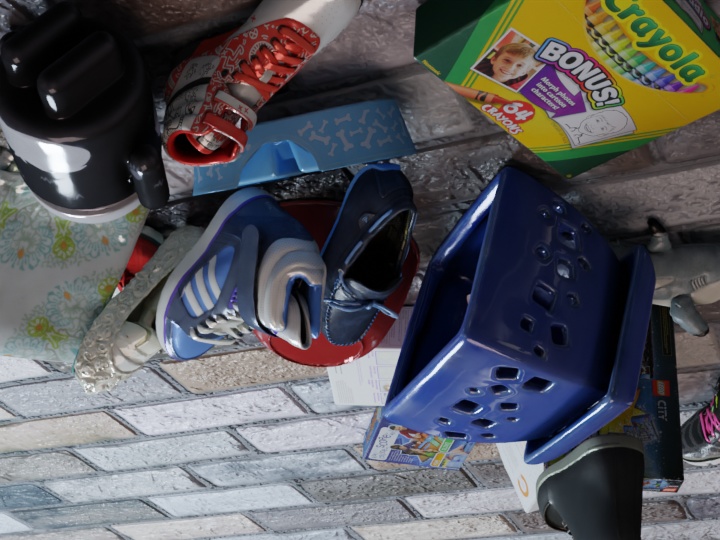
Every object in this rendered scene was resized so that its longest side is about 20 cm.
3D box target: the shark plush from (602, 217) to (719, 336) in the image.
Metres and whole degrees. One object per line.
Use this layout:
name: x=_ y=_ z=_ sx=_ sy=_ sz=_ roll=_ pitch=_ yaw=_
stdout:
shark plush: x=0.281 y=-0.020 z=1.173 sx=0.199 sy=0.091 sz=0.083 roll=25 pitch=128 yaw=6

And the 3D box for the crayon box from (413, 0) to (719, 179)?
crayon box: x=0.170 y=-0.167 z=0.914 sx=0.172 sy=0.058 sz=0.200 roll=-24 pitch=138 yaw=38

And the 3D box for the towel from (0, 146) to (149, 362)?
towel: x=-0.300 y=-0.007 z=1.117 sx=0.171 sy=0.048 sz=0.200 roll=14 pitch=109 yaw=-42

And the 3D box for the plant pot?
plant pot: x=0.154 y=0.056 z=1.114 sx=0.179 sy=0.200 sz=0.200 roll=24 pitch=146 yaw=-7

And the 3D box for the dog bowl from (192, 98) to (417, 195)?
dog bowl: x=-0.052 y=-0.104 z=1.011 sx=0.199 sy=0.050 sz=0.111 roll=-10 pitch=-175 yaw=21

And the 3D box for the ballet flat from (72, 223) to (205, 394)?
ballet flat: x=-0.204 y=0.039 z=1.170 sx=0.072 sy=0.200 sz=0.072 roll=32 pitch=167 yaw=8

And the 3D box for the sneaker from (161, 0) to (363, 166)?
sneaker: x=-0.077 y=-0.149 z=0.927 sx=0.201 sy=0.108 sz=0.067 roll=-22 pitch=140 yaw=36

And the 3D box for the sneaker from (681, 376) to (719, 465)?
sneaker: x=0.436 y=0.165 z=1.413 sx=0.087 sy=0.074 sz=0.200 roll=23 pitch=139 yaw=-28

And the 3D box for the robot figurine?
robot figurine: x=-0.224 y=-0.123 z=0.970 sx=0.124 sy=0.151 sz=0.200 roll=-7 pitch=152 yaw=-5

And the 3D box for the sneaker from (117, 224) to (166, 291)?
sneaker: x=-0.217 y=0.016 z=1.234 sx=0.077 sy=0.085 sz=0.200 roll=-24 pitch=139 yaw=37

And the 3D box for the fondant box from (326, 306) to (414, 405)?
fondant box: x=0.063 y=0.100 z=1.364 sx=0.199 sy=0.058 sz=0.144 roll=2 pitch=148 yaw=6

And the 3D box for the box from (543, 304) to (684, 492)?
box: x=0.258 y=0.126 z=1.246 sx=0.136 sy=0.201 sz=0.038 roll=3 pitch=151 yaw=3

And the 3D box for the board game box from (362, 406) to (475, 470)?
board game box: x=0.085 y=0.197 z=1.539 sx=0.135 sy=0.035 sz=0.200 roll=8 pitch=148 yaw=-7

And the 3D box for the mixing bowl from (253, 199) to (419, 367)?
mixing bowl: x=-0.042 y=0.029 z=1.214 sx=0.199 sy=0.109 sz=0.200 roll=4 pitch=149 yaw=2

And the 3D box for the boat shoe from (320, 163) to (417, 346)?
boat shoe: x=0.000 y=0.000 z=1.067 sx=0.084 sy=0.069 sz=0.200 roll=-11 pitch=136 yaw=-22

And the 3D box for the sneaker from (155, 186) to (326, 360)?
sneaker: x=-0.104 y=0.040 z=1.080 sx=0.080 sy=0.147 sz=0.200 roll=8 pitch=123 yaw=-44

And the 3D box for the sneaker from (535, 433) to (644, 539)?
sneaker: x=0.212 y=0.238 z=1.137 sx=0.075 sy=0.107 sz=0.200 roll=7 pitch=150 yaw=-4

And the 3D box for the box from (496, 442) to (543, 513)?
box: x=0.232 y=0.178 z=1.382 sx=0.097 sy=0.125 sz=0.200 roll=-14 pitch=153 yaw=-16
